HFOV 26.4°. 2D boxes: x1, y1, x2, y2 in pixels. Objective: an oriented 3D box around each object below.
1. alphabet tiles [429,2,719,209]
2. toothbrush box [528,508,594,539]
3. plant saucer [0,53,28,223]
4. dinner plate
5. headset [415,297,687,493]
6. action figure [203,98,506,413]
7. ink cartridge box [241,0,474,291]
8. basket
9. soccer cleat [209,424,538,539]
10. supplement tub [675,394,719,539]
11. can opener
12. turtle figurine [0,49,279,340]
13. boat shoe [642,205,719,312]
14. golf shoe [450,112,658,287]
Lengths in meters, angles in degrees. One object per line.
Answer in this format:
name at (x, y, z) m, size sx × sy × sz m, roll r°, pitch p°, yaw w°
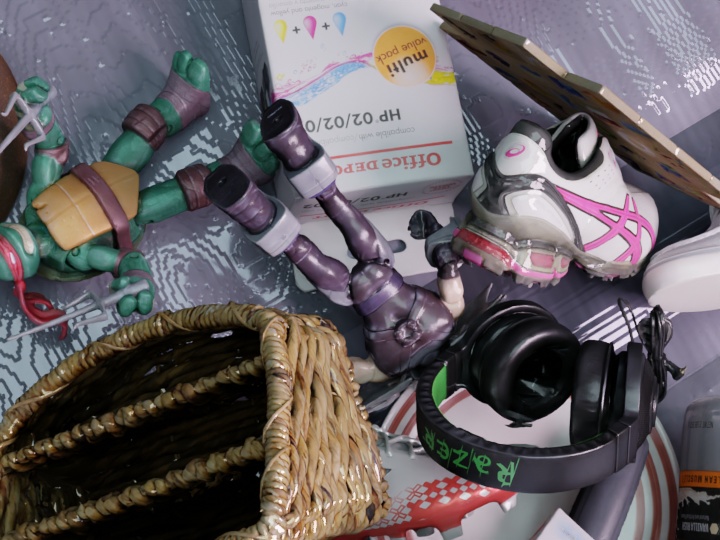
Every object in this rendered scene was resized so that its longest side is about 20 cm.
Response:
alphabet tiles at (0.133, -0.093, 0.898) m, size 0.200 × 0.166 × 0.006 m, roll 31°, pitch 93°, yaw -34°
toothbrush box at (0.136, 0.225, 0.748) m, size 0.200 × 0.146 × 0.086 m, roll 41°, pitch 101°, yaw 11°
plant saucer at (-0.300, -0.083, 0.912) m, size 0.199 × 0.034 × 0.202 m, roll 2°, pitch 76°, yaw -8°
dinner plate at (0.099, 0.141, 0.928) m, size 0.199 × 0.024 × 0.202 m, roll 2°, pitch 77°, yaw -9°
headset at (0.117, 0.074, 0.865) m, size 0.123 × 0.094 × 0.200 m, roll 22°, pitch 37°, yaw 36°
action figure at (0.000, 0.000, 0.881) m, size 0.130 × 0.069 × 0.200 m, roll -43°, pitch 114°, yaw -7°
ink cartridge box at (0.000, -0.098, 0.946) m, size 0.114 × 0.068 × 0.201 m, roll -9°, pitch 79°, yaw -11°
basket at (-0.108, 0.094, 0.800) m, size 0.199 × 0.149 × 0.144 m, roll -21°, pitch 79°, yaw 23°
soccer cleat at (0.004, 0.115, 0.871) m, size 0.199 × 0.069 × 0.086 m, roll -15°, pitch 91°, yaw 12°
supplement tub at (0.242, 0.177, 0.887) m, size 0.122 × 0.123 × 0.201 m, roll 7°, pitch 80°, yaw -8°
can opener at (0.116, 0.178, 0.878) m, size 0.078 × 0.063 × 0.201 m, roll 32°, pitch 74°, yaw -1°
turtle figurine at (-0.153, -0.044, 0.893) m, size 0.200 × 0.101 × 0.150 m, roll -35°, pitch 91°, yaw -28°
boat shoe at (0.255, -0.026, 0.963) m, size 0.199 × 0.072 × 0.069 m, roll -14°, pitch 71°, yaw -20°
golf shoe at (0.132, -0.044, 0.898) m, size 0.072 × 0.200 × 0.093 m, roll 28°, pitch 108°, yaw 27°
